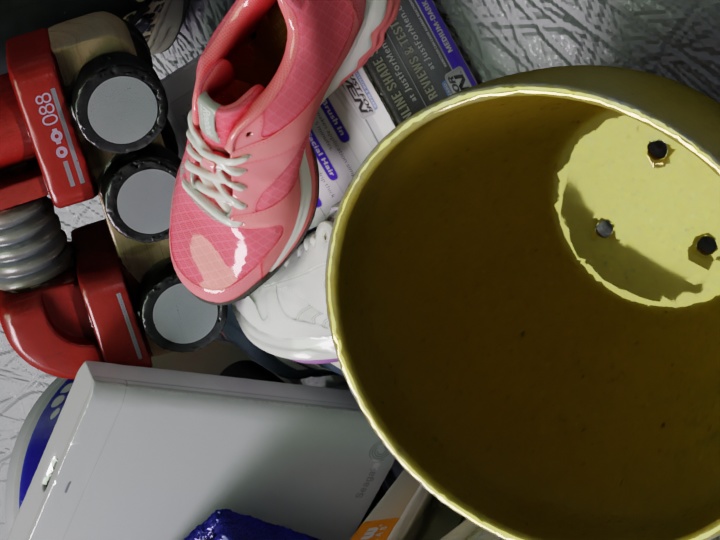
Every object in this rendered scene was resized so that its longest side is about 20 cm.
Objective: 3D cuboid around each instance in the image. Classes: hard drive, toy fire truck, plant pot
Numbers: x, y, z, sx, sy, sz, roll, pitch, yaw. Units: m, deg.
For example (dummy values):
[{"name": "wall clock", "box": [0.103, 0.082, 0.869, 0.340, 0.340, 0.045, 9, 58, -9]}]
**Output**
[{"name": "hard drive", "box": [-0.081, 0.117, 0.935, 0.133, 0.198, 0.026, -63, 37, 26]}, {"name": "toy fire truck", "box": [-0.181, -0.017, 0.862, 0.129, 0.198, 0.177, -118, 12, -63]}, {"name": "plant pot", "box": [0.104, -0.003, 0.704, 0.198, 0.142, 0.202, 12, 118, 23]}]

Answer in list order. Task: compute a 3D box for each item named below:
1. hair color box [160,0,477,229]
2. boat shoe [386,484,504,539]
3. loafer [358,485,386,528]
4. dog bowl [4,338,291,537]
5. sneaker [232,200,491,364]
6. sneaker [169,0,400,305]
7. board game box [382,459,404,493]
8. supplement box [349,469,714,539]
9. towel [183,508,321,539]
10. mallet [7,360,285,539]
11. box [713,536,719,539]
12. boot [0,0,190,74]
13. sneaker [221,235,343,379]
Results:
[{"name": "hair color box", "box": [-0.029, -0.083, 0.885, 0.199, 0.065, 0.110, -18, 103, 56]}, {"name": "boat shoe", "box": [0.067, 0.096, 0.788, 0.073, 0.200, 0.067, -16, 115, 32]}, {"name": "loafer", "box": [0.006, 0.170, 1.055, 0.067, 0.070, 0.202, -17, 104, 14]}, {"name": "dog bowl", "box": [-0.116, 0.143, 1.057, 0.078, 0.200, 0.201, -11, 110, 52]}, {"name": "sneaker", "box": [0.000, 0.000, 0.844, 0.199, 0.074, 0.101, 12, 120, 51]}, {"name": "sneaker", "box": [-0.056, -0.068, 0.771, 0.073, 0.087, 0.201, 34, 119, 19]}, {"name": "board game box", "box": [0.089, 0.172, 0.982, 0.135, 0.035, 0.201, -6, 113, 52]}, {"name": "supplement box", "box": [0.090, 0.152, 0.843, 0.198, 0.126, 0.074, -9, 112, 34]}, {"name": "towel", "box": [-0.039, 0.203, 0.966, 0.148, 0.199, 0.050, -47, 37, 27]}, {"name": "mallet", "box": [-0.115, 0.120, 0.965, 0.066, 0.199, 0.041, 24, 138, 44]}, {"name": "box", "box": [0.248, 0.118, 0.720, 0.199, 0.068, 0.083, 6, 123, 47]}, {"name": "boot", "box": [-0.158, -0.170, 0.881, 0.074, 0.153, 0.204, 56, 149, 22]}, {"name": "sneaker", "box": [-0.016, 0.036, 0.970, 0.199, 0.075, 0.085, 28, 146, 40]}]
